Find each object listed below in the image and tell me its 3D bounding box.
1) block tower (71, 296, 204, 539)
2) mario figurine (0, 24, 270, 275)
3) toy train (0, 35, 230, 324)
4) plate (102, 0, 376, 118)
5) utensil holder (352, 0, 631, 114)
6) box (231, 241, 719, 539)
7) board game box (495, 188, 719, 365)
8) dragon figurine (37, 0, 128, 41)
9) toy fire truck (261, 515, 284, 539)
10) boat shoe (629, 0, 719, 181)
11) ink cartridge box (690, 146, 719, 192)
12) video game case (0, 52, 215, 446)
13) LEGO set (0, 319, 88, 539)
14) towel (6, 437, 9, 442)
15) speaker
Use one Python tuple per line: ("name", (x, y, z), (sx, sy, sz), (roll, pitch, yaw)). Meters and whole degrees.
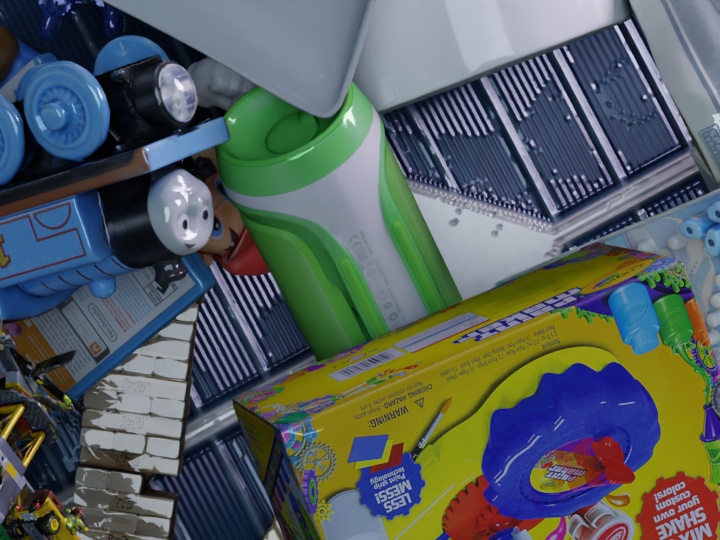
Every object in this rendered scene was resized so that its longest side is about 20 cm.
("block tower", (-0.120, 0.104, 1.357), (0.057, 0.054, 0.201), (8, 89, -1))
("mario figurine", (-0.118, -0.055, 1.326), (0.199, 0.124, 0.106), (20, 51, 6))
("toy train", (-0.150, -0.038, 1.242), (0.199, 0.087, 0.115), (-14, 99, 33))
("plate", (-0.054, -0.201, 1.224), (0.199, 0.032, 0.201), (29, 111, 23))
("utensil holder", (0.028, -0.192, 1.303), (0.169, 0.170, 0.201), (-20, 92, 0))
("box", (0.074, 0.116, 1.213), (0.199, 0.122, 0.194), (-23, 99, -11))
("board game box", (0.161, 0.076, 1.301), (0.026, 0.200, 0.201), (-25, 91, -39))
("dragon figurine", (-0.114, -0.204, 1.333), (0.059, 0.099, 0.201), (17, 85, -1))
("toy fire truck", (-0.001, 0.158, 1.361), (0.140, 0.049, 0.201), (18, 90, -1))
("boat shoe", (0.173, -0.121, 1.262), (0.071, 0.201, 0.070), (-24, 129, 9))
("ink cartridge box", (0.269, -0.081, 1.307), (0.200, 0.146, 0.084), (-45, 65, -1))
("video game case", (-0.184, 0.006, 1.328), (0.200, 0.018, 0.143), (-38, 86, 26))
("LEGO set", (-0.186, 0.107, 1.270), (0.199, 0.116, 0.154), (-18, 121, 40))
("towel", (-0.230, 0.122, 1.346), (0.144, 0.022, 0.201), (-21, 90, 26))
("speaker", (0.000, 0.000, 1.287), (0.088, 0.089, 0.201), (-27, 125, -1))
